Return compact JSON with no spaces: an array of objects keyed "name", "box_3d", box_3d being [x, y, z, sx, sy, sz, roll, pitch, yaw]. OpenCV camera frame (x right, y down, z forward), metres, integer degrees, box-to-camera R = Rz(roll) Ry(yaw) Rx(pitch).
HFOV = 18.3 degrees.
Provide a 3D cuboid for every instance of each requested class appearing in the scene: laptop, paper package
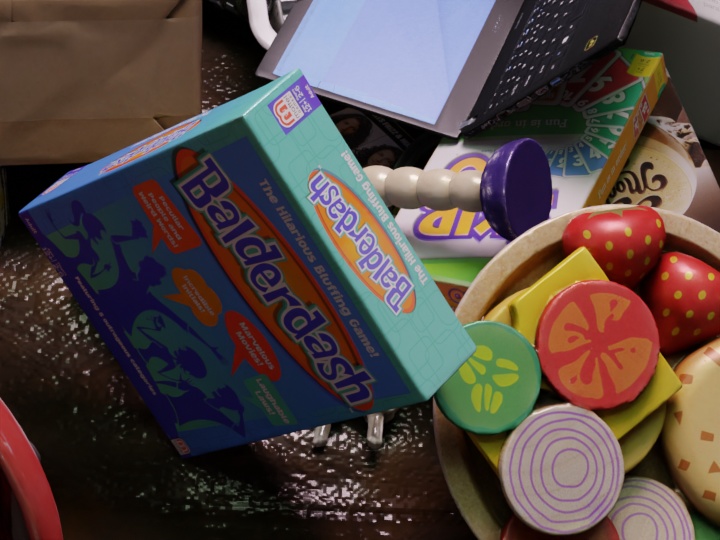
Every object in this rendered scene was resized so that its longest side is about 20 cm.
[{"name":"laptop","box_3d":[0.067,-0.168,1.181,0.103,0.200,0.178,39,52,-18]},{"name":"paper package","box_3d":[-0.188,-0.144,1.257,0.189,0.104,0.200,-4,28,-11]}]

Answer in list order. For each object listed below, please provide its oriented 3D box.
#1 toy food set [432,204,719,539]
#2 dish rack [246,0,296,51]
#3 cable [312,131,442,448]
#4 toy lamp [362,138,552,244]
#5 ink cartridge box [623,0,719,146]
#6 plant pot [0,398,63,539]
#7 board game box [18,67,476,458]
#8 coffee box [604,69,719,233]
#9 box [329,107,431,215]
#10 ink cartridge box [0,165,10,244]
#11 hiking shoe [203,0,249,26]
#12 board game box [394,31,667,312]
[{"name":"toy food set","box_3d":[0.129,0.069,1.063,0.197,0.049,0.201,-38,96,-12]},{"name":"dish rack","box_3d":[0.014,-0.194,1.295,0.170,0.044,0.202,-6,58,-5]},{"name":"cable","box_3d":[0.000,0.000,1.179,0.096,0.051,0.201,20,53,9]},{"name":"toy lamp","box_3d":[-0.003,-0.043,1.126,0.198,0.059,0.058,1,38,32]},{"name":"ink cartridge box","box_3d":[0.169,-0.188,1.349,0.146,0.083,0.201,18,41,-17]},{"name":"plant pot","box_3d":[-0.242,0.126,0.945,0.199,0.202,0.182,29,41,24]},{"name":"board game box","box_3d":[-0.058,0.004,1.044,0.199,0.153,0.045,-19,19,50]},{"name":"coffee box","box_3d":[0.135,-0.014,1.195,0.112,0.080,0.201,-7,44,-8]},{"name":"box","box_3d":[-0.056,-0.024,1.216,0.199,0.050,0.075,-25,51,-26]},{"name":"ink cartridge box","box_3d":[-0.258,0.013,1.162,0.108,0.051,0.201,7,43,3]},{"name":"hiking shoe","box_3d":[-0.068,-0.181,1.371,0.075,0.100,0.201,0,60,-48]},{"name":"board game box","box_3d":[0.080,-0.045,1.155,0.095,0.030,0.201,11,54,27]}]
